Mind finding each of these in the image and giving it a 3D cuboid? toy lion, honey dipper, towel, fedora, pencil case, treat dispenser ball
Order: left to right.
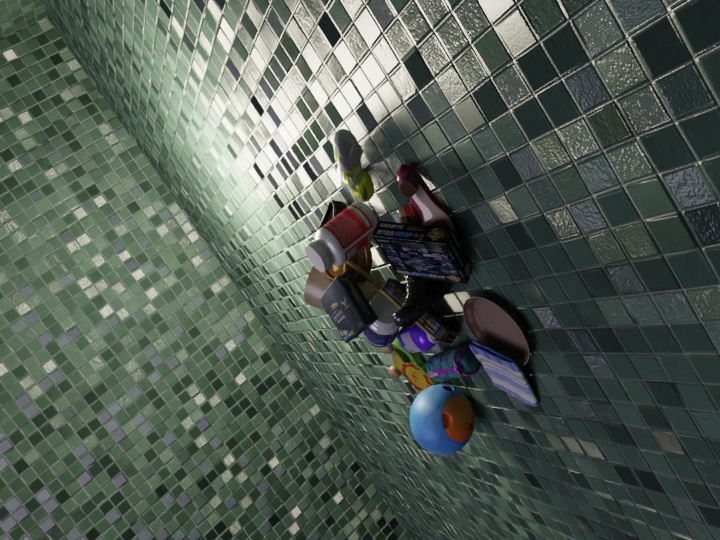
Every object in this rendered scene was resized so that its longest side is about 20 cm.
[{"bbox_3d":[-0.057,-0.035,1.713,0.197,0.081,0.206,10,109,30],"label":"fedora"},{"bbox_3d":[0.000,0.000,1.663,0.199,0.039,0.038,37,165,-26],"label":"honey dipper"},{"bbox_3d":[0.169,0.315,1.924,0.189,0.069,0.203,22,142,40],"label":"toy lion"},{"bbox_3d":[0.246,0.450,1.771,0.200,0.200,0.203,41,155,24],"label":"treat dispenser ball"},{"bbox_3d":[0.255,0.261,1.624,0.086,0.092,0.200,51,157,2],"label":"pencil case"},{"bbox_3d":[0.356,0.257,1.452,0.146,0.024,0.201,25,157,48],"label":"towel"}]

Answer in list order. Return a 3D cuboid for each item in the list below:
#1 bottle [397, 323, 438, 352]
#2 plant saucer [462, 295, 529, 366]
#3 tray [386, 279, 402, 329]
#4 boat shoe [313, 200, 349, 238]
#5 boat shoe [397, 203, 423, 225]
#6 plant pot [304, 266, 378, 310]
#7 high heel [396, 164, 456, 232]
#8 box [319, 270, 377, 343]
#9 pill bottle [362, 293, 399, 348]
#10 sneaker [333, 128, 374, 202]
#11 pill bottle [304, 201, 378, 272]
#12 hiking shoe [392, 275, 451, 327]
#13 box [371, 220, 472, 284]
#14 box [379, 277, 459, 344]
[{"bbox_3d":[0.177,0.194,1.714,0.084,0.065,0.200,52,158,-3],"label":"bottle"},{"bbox_3d":[0.325,0.137,1.385,0.200,0.032,0.202,42,155,24],"label":"plant saucer"},{"bbox_3d":[0.108,0.103,1.774,0.107,0.022,0.201,46,156,16],"label":"tray"},{"bbox_3d":[-0.099,-0.105,1.650,0.065,0.203,0.074,19,-168,-45],"label":"boat shoe"},{"bbox_3d":[0.114,-0.085,1.414,0.202,0.061,0.072,91,159,-54],"label":"boat shoe"},{"bbox_3d":[-0.047,0.065,1.856,0.197,0.188,0.189,25,148,22],"label":"plant pot"},{"bbox_3d":[0.154,-0.151,1.310,0.067,0.097,0.201,-28,118,25],"label":"high heel"},{"bbox_3d":[-0.038,0.108,1.681,0.160,0.050,0.200,59,153,8],"label":"box"},{"bbox_3d":[0.065,0.146,1.726,0.116,0.115,0.201,46,161,15],"label":"pill bottle"},{"bbox_3d":[-0.038,-0.262,1.461,0.104,0.075,0.203,26,146,48],"label":"sneaker"},{"bbox_3d":[-0.050,-0.088,1.573,0.112,0.199,0.113,41,155,24],"label":"pill bottle"},{"bbox_3d":[0.132,0.059,1.431,0.101,0.199,0.076,48,142,10],"label":"hiking shoe"},{"bbox_3d":[0.141,-0.041,1.339,0.196,0.047,0.160,8,151,35],"label":"box"},{"bbox_3d":[0.159,0.108,1.549,0.199,0.050,0.159,42,-170,25],"label":"box"}]
